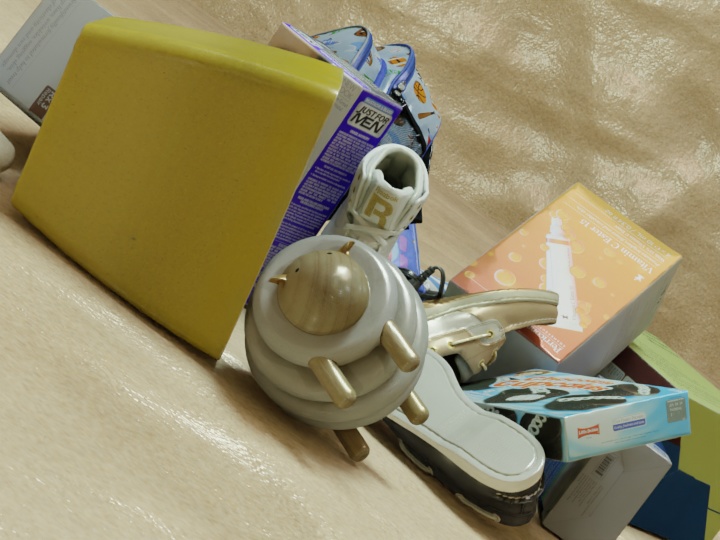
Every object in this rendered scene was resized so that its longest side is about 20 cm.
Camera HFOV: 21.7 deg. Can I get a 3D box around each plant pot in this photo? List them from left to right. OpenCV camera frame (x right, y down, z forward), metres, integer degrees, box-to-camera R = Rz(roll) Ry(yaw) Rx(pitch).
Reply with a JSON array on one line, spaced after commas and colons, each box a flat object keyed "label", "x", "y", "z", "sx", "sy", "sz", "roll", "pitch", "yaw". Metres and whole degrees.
[{"label": "plant pot", "x": -0.132, "y": -0.081, "z": 1.326, "sx": 0.176, "sy": 0.200, "sz": 0.200, "roll": 25, "pitch": 9, "yaw": -4}]

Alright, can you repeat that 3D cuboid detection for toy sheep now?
[{"label": "toy sheep", "x": -0.015, "y": 0.049, "z": 1.277, "sx": 0.138, "sy": 0.138, "sz": 0.200, "roll": 39, "pitch": -21, "yaw": 22}]

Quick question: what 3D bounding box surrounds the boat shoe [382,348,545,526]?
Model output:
[{"label": "boat shoe", "x": 0.061, "y": 0.118, "z": 1.409, "sx": 0.200, "sy": 0.074, "sz": 0.060, "roll": 34, "pitch": -39, "yaw": 35}]

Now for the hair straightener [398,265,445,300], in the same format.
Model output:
[{"label": "hair straightener", "x": 0.000, "y": 0.000, "z": 1.567, "sx": 0.200, "sy": 0.041, "sz": 0.077, "roll": 3, "pitch": -2, "yaw": 43}]

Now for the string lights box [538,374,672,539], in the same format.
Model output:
[{"label": "string lights box", "x": 0.199, "y": 0.161, "z": 1.579, "sx": 0.059, "sy": 0.103, "sz": 0.200, "roll": 36, "pitch": 9, "yaw": -2}]

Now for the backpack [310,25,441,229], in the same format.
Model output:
[{"label": "backpack", "x": -0.027, "y": -0.125, "z": 1.638, "sx": 0.191, "sy": 0.199, "sz": 0.154, "roll": -49, "pitch": 128, "yaw": -53}]

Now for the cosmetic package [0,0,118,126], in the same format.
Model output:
[{"label": "cosmetic package", "x": -0.217, "y": -0.147, "z": 1.490, "sx": 0.074, "sy": 0.102, "sz": 0.200, "roll": 37, "pitch": -5, "yaw": 12}]

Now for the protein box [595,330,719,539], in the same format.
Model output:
[{"label": "protein box", "x": 0.258, "y": 0.142, "z": 1.815, "sx": 0.198, "sy": 0.135, "sz": 0.200, "roll": 26, "pitch": 13, "yaw": -46}]

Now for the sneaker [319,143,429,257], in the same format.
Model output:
[{"label": "sneaker", "x": -0.008, "y": -0.018, "z": 1.431, "sx": 0.074, "sy": 0.116, "sz": 0.200, "roll": 26, "pitch": 44, "yaw": -1}]

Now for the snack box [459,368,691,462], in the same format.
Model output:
[{"label": "snack box", "x": 0.147, "y": 0.109, "z": 1.453, "sx": 0.116, "sy": 0.037, "sz": 0.200, "roll": -9, "pitch": 6, "yaw": -29}]

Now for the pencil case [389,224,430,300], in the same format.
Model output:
[{"label": "pencil case", "x": 0.016, "y": -0.042, "z": 1.743, "sx": 0.078, "sy": 0.087, "sz": 0.201, "roll": 83, "pitch": 3, "yaw": -60}]

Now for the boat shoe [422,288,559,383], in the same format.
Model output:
[{"label": "boat shoe", "x": 0.074, "y": 0.058, "z": 1.526, "sx": 0.199, "sy": 0.069, "sz": 0.074, "roll": -8, "pitch": -6, "yaw": -22}]

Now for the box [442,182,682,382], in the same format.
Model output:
[{"label": "box", "x": 0.172, "y": 0.030, "z": 1.671, "sx": 0.124, "sy": 0.098, "sz": 0.200, "roll": 37, "pitch": 48, "yaw": 19}]

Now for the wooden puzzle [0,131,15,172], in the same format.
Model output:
[{"label": "wooden puzzle", "x": -0.343, "y": -0.162, "z": 1.365, "sx": 0.185, "sy": 0.046, "sz": 0.200, "roll": 31, "pitch": 10, "yaw": -34}]

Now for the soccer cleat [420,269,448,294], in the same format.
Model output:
[{"label": "soccer cleat", "x": 0.032, "y": 0.021, "z": 1.855, "sx": 0.200, "sy": 0.070, "sz": 0.086, "roll": 30, "pitch": -8, "yaw": -39}]

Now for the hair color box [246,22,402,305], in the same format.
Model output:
[{"label": "hair color box", "x": -0.069, "y": -0.082, "z": 1.499, "sx": 0.109, "sy": 0.200, "sz": 0.065, "roll": 41, "pitch": 11, "yaw": 35}]
